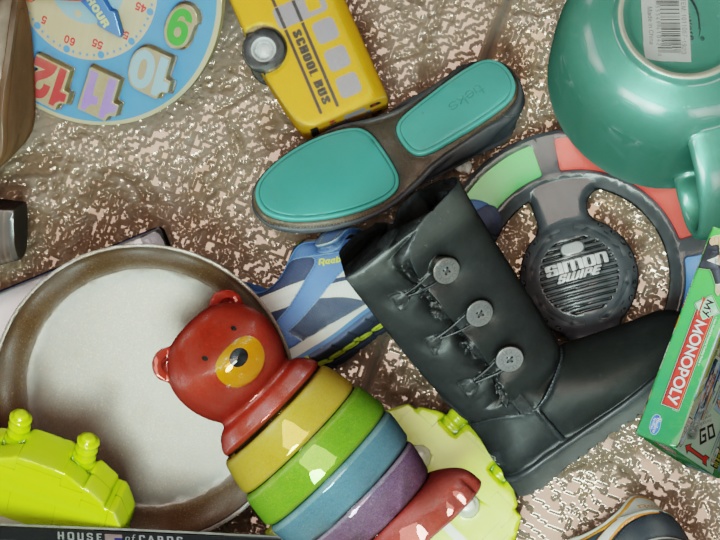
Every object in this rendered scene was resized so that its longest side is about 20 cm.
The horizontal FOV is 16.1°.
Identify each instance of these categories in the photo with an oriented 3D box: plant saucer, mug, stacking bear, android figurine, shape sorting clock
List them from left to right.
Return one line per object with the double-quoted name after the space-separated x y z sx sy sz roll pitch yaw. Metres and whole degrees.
-0.215 0.174 1.659 0.181 0.041 0.200 17 127 4 "android figurine"
-0.185 -0.193 1.712 0.199 0.039 0.201 9 116 19 "shape sorting clock"
-0.141 0.079 1.671 0.199 0.032 0.201 0 99 0 "plant saucer"
-0.040 0.104 1.605 0.121 0.114 0.200 -44 93 -8 "stacking bear"
0.024 0.173 1.694 0.200 0.041 0.182 -44 84 1 "android figurine"
0.214 -0.133 1.659 0.185 0.114 0.152 42 75 11 "mug"

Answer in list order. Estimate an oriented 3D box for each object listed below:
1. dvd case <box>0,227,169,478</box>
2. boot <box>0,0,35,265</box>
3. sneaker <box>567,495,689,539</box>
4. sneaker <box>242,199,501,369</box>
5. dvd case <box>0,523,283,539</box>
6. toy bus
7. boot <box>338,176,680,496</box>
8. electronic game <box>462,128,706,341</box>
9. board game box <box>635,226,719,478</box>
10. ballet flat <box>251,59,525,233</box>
-0.200 0.077 1.723 0.199 0.025 0.151 -22 84 2 "dvd case"
-0.296 -0.086 1.720 0.146 0.070 0.201 4 93 13 "boot"
0.148 0.235 1.674 0.078 0.079 0.200 28 113 -27 "sneaker"
0.000 0.000 1.686 0.200 0.074 0.082 -32 73 15 "sneaker"
-0.158 0.225 1.645 0.199 0.151 0.025 4 40 -11 "dvd case"
-0.055 -0.188 1.724 0.078 0.065 0.201 -24 84 1 "toy bus"
0.104 0.020 1.624 0.165 0.066 0.200 -40 106 -7 "boot"
0.146 0.004 1.706 0.199 0.042 0.201 0 85 4 "electronic game"
0.225 0.056 1.616 0.029 0.200 0.135 20 87 18 "board game box"
0.021 -0.073 1.705 0.200 0.073 0.073 -29 84 -7 "ballet flat"
